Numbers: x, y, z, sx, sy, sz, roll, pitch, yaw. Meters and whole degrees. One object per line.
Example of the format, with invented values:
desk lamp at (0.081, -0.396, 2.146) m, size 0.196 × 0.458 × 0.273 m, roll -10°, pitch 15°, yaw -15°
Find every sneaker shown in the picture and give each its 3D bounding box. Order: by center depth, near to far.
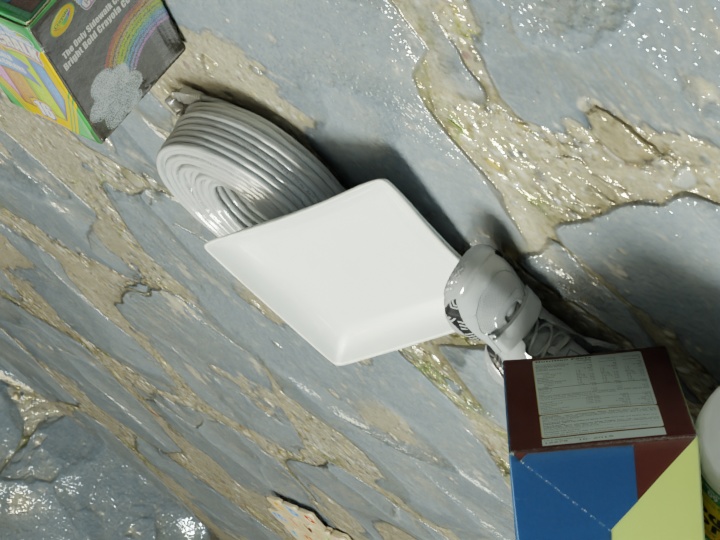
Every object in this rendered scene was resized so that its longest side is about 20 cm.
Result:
sneaker at (0.147, 0.053, 1.428) m, size 0.115 × 0.075 × 0.200 m, roll 24°, pitch 162°, yaw 33°

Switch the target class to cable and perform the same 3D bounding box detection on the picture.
cable at (-0.091, -0.070, 1.571) m, size 0.200 × 0.069 × 0.200 m, roll 16°, pitch 151°, yaw 47°

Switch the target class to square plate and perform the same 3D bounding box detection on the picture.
square plate at (0.000, 0.000, 1.505) m, size 0.198 × 0.028 × 0.200 m, roll -18°, pitch 134°, yaw 33°

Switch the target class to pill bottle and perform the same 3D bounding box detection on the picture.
pill bottle at (0.308, 0.166, 1.333) m, size 0.113 × 0.113 × 0.200 m, roll 30°, pitch 160°, yaw 21°

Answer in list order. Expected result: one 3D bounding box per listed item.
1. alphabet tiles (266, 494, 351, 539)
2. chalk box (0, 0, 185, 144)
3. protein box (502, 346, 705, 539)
alphabet tiles at (-0.060, 0.420, 2.718) m, size 0.200 × 0.015 × 0.196 m, roll 14°, pitch 150°, yaw 50°
chalk box at (-0.256, -0.226, 1.430) m, size 0.124 × 0.124 × 0.200 m, roll 25°, pitch 156°, yaw 32°
protein box at (0.184, 0.185, 1.317) m, size 0.200 × 0.135 × 0.199 m, roll -77°, pitch -19°, yaw -74°
